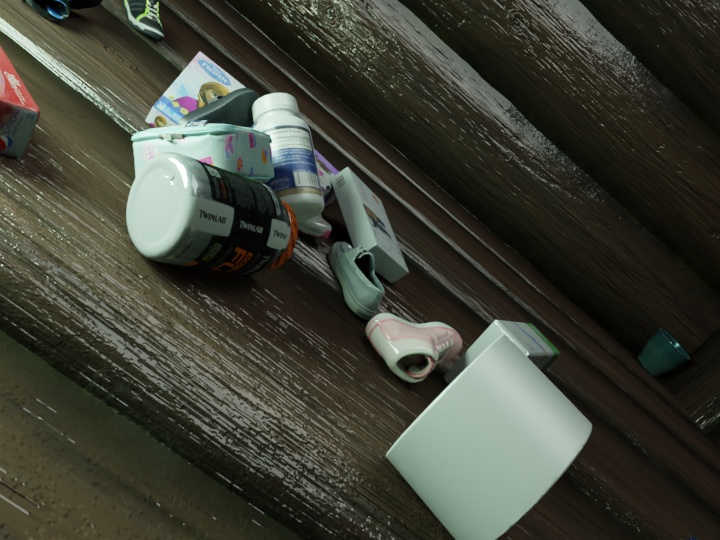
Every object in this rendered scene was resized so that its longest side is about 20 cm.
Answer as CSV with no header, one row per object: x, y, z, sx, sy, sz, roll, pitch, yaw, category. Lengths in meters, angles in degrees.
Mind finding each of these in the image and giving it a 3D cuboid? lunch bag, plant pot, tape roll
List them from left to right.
-0.222,-0.164,0.847,0.156,0.079,0.200,2,8,15,lunch bag
0.144,0.194,0.683,0.139,0.204,0.202,45,18,15,tape roll
1.534,0.435,3.036,0.198,0.189,0.201,35,23,-17,plant pot

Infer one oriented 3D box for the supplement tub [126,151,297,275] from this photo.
-0.174,-0.061,0.736,0.123,0.123,0.198,50,20,28,supplement tub

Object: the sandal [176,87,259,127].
-0.238,-0.263,0.996,0.042,0.077,0.200,30,38,17,sandal

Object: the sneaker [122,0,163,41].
-0.505,-0.617,1.392,0.071,0.083,0.201,15,32,-53,sneaker

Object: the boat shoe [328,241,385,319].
-0.001,0.000,1.038,0.069,0.072,0.202,29,22,-32,boat shoe

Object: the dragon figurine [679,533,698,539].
0.597,0.537,1.066,0.198,0.059,0.100,18,29,-53,dragon figurine

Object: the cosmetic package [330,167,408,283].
0.019,-0.091,1.214,0.150,0.051,0.203,39,27,-55,cosmetic package

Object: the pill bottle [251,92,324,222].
-0.131,-0.191,1.016,0.110,0.109,0.205,9,66,-58,pill bottle

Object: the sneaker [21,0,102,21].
-0.533,-0.486,1.070,0.112,0.073,0.199,49,27,13,sneaker

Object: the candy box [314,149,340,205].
-0.127,-0.211,1.261,0.167,0.072,0.200,42,18,0,candy box

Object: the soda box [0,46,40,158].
-0.431,-0.217,0.655,0.201,0.064,0.070,49,20,24,soda box

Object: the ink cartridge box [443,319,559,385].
0.255,0.170,1.059,0.084,0.146,0.198,49,20,28,ink cartridge box

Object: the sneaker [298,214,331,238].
-0.117,-0.144,1.101,0.200,0.089,0.081,48,19,17,sneaker

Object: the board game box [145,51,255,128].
-0.251,-0.272,1.070,0.198,0.041,0.202,35,43,-19,board game box

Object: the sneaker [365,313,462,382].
0.103,0.134,0.939,0.197,0.076,0.105,17,25,-38,sneaker
